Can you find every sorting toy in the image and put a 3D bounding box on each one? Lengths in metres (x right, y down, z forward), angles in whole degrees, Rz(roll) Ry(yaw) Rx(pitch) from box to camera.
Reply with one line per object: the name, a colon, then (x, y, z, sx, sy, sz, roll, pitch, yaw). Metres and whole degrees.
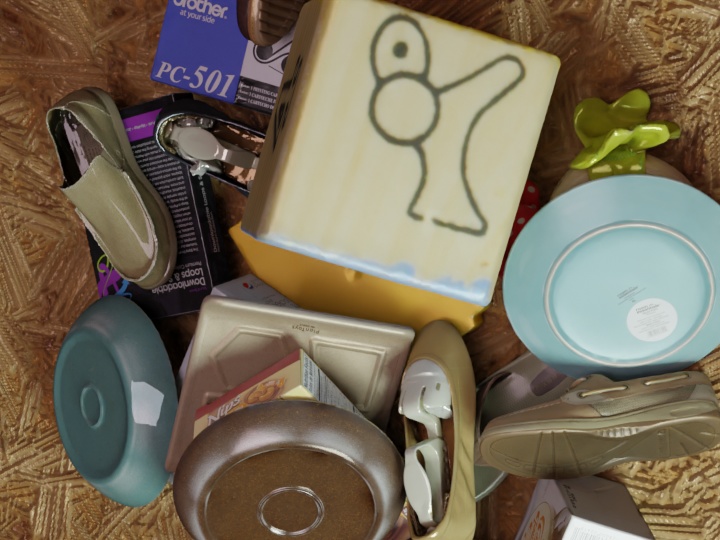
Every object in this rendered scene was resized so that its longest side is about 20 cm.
sorting toy: (-0.064, 0.110, 1.470, 0.185, 0.036, 0.200, 10, 122, -11)

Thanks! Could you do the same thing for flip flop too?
flip flop: (0.124, 0.128, 1.440, 0.200, 0.058, 0.081, -42, 80, 20)

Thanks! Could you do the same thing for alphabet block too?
alphabet block: (0.025, -0.097, 1.338, 0.195, 0.196, 0.200, 17, 91, -11)

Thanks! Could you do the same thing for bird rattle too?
bird rattle: (0.198, -0.041, 1.374, 0.163, 0.113, 0.200, 37, 112, -1)

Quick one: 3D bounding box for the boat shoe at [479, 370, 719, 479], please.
boat shoe: (0.194, 0.123, 1.379, 0.200, 0.065, 0.071, -5, 138, -2)

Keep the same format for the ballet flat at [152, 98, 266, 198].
ballet flat: (-0.094, -0.092, 1.460, 0.200, 0.073, 0.073, 25, 105, 10)

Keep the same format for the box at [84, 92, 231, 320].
box: (-0.197, -0.053, 1.563, 0.143, 0.036, 0.200, -10, 90, 35)

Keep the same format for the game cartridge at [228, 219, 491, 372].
game cartridge: (0.000, 0.000, 1.499, 0.176, 0.032, 0.200, -34, 84, 23)

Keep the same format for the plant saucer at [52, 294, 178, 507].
plant saucer: (-0.237, 0.124, 1.562, 0.200, 0.036, 0.200, 10, 103, 50)

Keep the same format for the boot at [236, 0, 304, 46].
boot: (-0.127, -0.290, 1.491, 0.166, 0.072, 0.200, 0, 77, 31)

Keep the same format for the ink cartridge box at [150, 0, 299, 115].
ink cartridge box: (-0.085, -0.190, 1.506, 0.200, 0.044, 0.094, 19, 101, 21)

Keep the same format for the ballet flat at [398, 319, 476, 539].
ballet flat: (0.062, 0.136, 1.410, 0.069, 0.063, 0.200, -17, 72, 37)

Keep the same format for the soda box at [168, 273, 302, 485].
soda box: (-0.126, 0.107, 1.528, 0.068, 0.064, 0.200, 34, 116, 20)

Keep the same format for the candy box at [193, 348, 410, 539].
candy box: (-0.039, 0.171, 1.456, 0.115, 0.055, 0.200, -31, 121, 18)

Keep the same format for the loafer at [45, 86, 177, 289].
loafer: (-0.233, -0.072, 1.522, 0.076, 0.067, 0.200, -34, 78, 33)

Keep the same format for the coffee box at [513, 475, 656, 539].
coffee box: (0.163, 0.278, 1.400, 0.080, 0.114, 0.200, 18, 105, -9)

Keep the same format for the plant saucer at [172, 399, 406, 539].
plant saucer: (-0.059, 0.195, 1.419, 0.200, 0.032, 0.200, -1, 125, -2)

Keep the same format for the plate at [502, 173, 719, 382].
plate: (0.215, 0.015, 1.352, 0.200, 0.026, 0.200, 0, 120, 1)
